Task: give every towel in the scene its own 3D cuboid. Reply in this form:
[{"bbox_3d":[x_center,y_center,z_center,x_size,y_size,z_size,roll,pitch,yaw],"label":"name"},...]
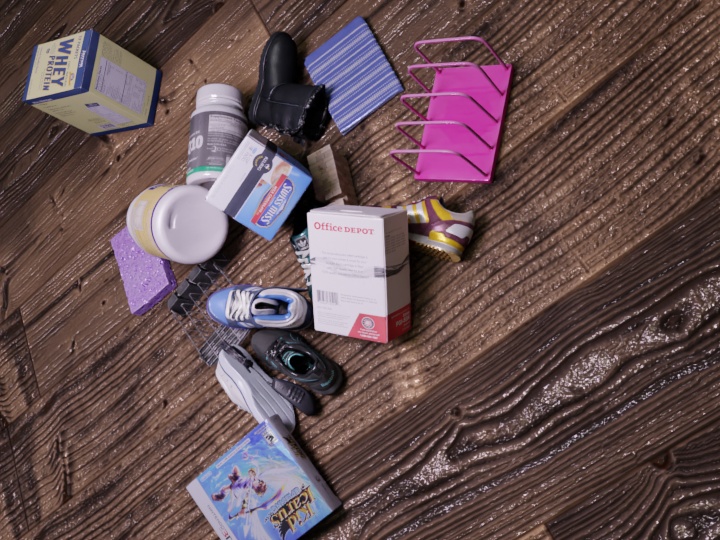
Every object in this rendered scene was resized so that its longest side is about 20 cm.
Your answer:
[{"bbox_3d":[-0.015,-0.364,1.433,0.145,0.024,0.200,-34,62,18],"label":"towel"}]

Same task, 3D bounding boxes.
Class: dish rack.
[{"bbox_3d":[-0.273,0.075,1.447,0.153,0.055,0.200,-50,58,13],"label":"dish rack"}]

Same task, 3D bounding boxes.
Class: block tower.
[{"bbox_3d":[-0.041,-0.119,1.353,0.054,0.058,0.200,-24,66,25],"label":"block tower"}]

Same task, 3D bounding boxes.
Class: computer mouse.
[{"bbox_3d":[-0.152,0.175,1.298,0.200,0.059,0.034,37,78,3],"label":"computer mouse"}]

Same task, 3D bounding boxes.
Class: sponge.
[{"bbox_3d":[-0.453,-0.018,1.602,0.112,0.030,0.200,-37,60,18],"label":"sponge"}]

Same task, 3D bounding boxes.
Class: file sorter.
[{"bbox_3d":[0.142,-0.256,1.233,0.139,0.125,0.200,6,80,34],"label":"file sorter"}]

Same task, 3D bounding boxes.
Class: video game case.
[{"bbox_3d":[-0.161,0.368,1.259,0.200,0.045,0.181,-42,78,16],"label":"video game case"}]

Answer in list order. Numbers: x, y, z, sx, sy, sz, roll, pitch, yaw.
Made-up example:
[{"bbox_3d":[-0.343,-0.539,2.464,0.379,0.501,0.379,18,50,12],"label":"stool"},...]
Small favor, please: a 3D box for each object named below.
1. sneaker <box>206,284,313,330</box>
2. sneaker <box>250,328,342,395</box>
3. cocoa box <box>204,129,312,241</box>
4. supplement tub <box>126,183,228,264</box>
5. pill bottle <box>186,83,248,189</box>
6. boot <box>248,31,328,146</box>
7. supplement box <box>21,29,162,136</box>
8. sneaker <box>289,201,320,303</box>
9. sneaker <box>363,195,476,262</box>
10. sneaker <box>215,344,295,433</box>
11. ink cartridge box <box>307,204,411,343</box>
[{"bbox_3d":[-0.182,0.057,1.300,0.200,0.146,0.081,7,80,9],"label":"sneaker"},{"bbox_3d":[-0.118,0.141,1.307,0.200,0.079,0.075,21,78,35],"label":"sneaker"},{"bbox_3d":[-0.174,-0.153,1.346,0.133,0.131,0.200,-55,13,7],"label":"cocoa box"},{"bbox_3d":[-0.353,-0.091,1.466,0.200,0.145,0.146,11,81,55],"label":"supplement tub"},{"bbox_3d":[-0.278,-0.253,1.509,0.113,0.113,0.200,-10,70,30],"label":"pill bottle"},{"bbox_3d":[-0.126,-0.344,1.455,0.162,0.073,0.199,24,99,41],"label":"boot"},{"bbox_3d":[-0.587,-0.405,1.698,0.200,0.200,0.134,-2,74,32],"label":"supplement box"},{"bbox_3d":[-0.086,-0.028,1.338,0.071,0.080,0.200,-23,65,24],"label":"sneaker"},{"bbox_3d":[0.093,-0.083,1.253,0.200,0.075,0.090,23,81,29],"label":"sneaker"},{"bbox_3d":[-0.183,0.219,1.346,0.200,0.073,0.071,50,136,27],"label":"sneaker"},{"bbox_3d":[0.000,0.000,1.227,0.147,0.083,0.200,8,108,34],"label":"ink cartridge box"}]
